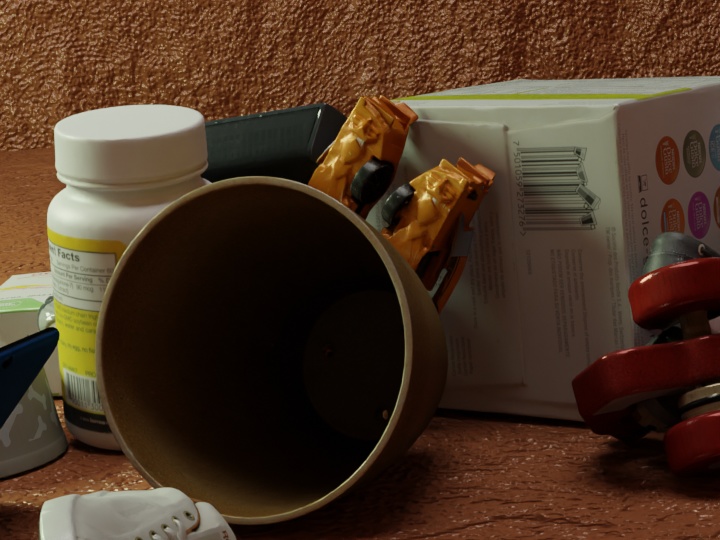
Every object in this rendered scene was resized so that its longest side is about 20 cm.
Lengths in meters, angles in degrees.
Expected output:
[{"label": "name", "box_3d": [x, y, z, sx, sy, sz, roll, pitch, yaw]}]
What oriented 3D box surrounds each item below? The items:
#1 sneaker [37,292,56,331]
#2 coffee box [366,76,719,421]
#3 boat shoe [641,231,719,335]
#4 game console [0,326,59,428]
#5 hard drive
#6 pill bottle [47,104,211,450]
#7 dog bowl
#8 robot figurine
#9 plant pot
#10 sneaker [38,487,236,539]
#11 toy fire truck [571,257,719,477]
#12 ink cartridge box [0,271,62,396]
[{"label": "sneaker", "box_3d": [-0.125, 0.043, 1.771, 0.199, 0.088, 0.074, -1, 12, -29]}, {"label": "coffee box", "box_3d": [0.140, -0.020, 1.702, 0.199, 0.201, 0.197, 2, 9, 36]}, {"label": "boat shoe", "box_3d": [0.234, 0.023, 1.613, 0.070, 0.067, 0.200, -2, -16, 42]}, {"label": "game console", "box_3d": [-0.284, 0.091, 1.434, 0.170, 0.119, 0.200, 9, 12, 18]}, {"label": "hard drive", "box_3d": [-0.024, -0.045, 1.756, 0.134, 0.043, 0.200, -6, -29, 31]}, {"label": "pill bottle", "box_3d": [-0.139, 0.003, 1.648, 0.114, 0.201, 0.114, -2, 16, 1]}, {"label": "dog bowl", "box_3d": [-0.286, 0.092, 1.646, 0.199, 0.059, 0.200, -4, 8, 1]}, {"label": "robot figurine", "box_3d": [0.000, 0.000, 1.642, 0.145, 0.201, 0.058, 40, 26, 25]}, {"label": "plant pot", "box_3d": [-0.027, 0.051, 1.489, 0.185, 0.188, 0.200, -1, -5, 20]}, {"label": "sneaker", "box_3d": [-0.102, 0.134, 1.228, 0.084, 0.073, 0.200, -6, 7, 3]}, {"label": "toy fire truck", "box_3d": [0.215, 0.064, 1.501, 0.199, 0.113, 0.168, -8, -17, -17]}, {"label": "ink cartridge box", "box_3d": [-0.211, 0.040, 1.908, 0.116, 0.068, 0.200, -4, 9, 4]}]
